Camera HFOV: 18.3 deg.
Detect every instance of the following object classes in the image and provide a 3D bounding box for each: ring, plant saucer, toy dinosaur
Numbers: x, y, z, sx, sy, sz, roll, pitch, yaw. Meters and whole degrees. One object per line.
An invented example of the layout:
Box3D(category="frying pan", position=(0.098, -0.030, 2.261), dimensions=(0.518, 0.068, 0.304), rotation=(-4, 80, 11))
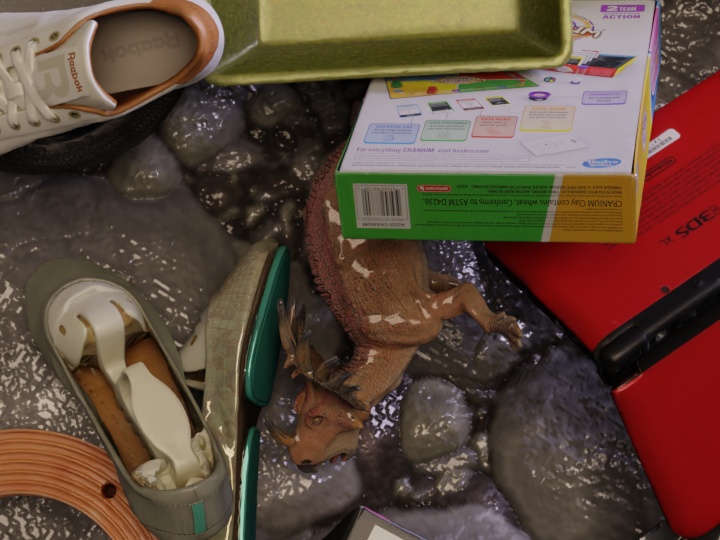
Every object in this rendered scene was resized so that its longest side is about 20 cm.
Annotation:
Box3D(category="ring", position=(-0.181, 0.185, 1.190), dimensions=(0.200, 0.019, 0.201), rotation=(-1, 83, 7))
Box3D(category="plant saucer", position=(0.013, -0.199, 1.212), dimensions=(0.199, 0.048, 0.201), rotation=(-2, 84, 6))
Box3D(category="toy dinosaur", position=(0.000, 0.000, 1.216), dimensions=(0.135, 0.086, 0.201), rotation=(-11, 82, -18))

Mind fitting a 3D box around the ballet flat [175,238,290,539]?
Box3D(category="ballet flat", position=(-0.081, 0.076, 1.216), dimensions=(0.062, 0.067, 0.201), rotation=(5, 77, 9))

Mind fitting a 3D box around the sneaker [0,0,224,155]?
Box3D(category="sneaker", position=(-0.169, -0.102, 1.144), dimensions=(0.200, 0.085, 0.073), rotation=(-19, 97, 0))

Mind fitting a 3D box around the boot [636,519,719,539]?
Box3D(category="boot", position=(0.228, 0.216, 1.215), dimensions=(0.165, 0.066, 0.200), rotation=(-35, 81, -2))

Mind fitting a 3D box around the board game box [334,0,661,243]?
Box3D(category="board game box", position=(0.079, -0.084, 1.190), dimensions=(0.153, 0.200, 0.040), rotation=(2, 123, 12))

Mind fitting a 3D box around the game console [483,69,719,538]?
Box3D(category="game console", position=(0.193, 0.011, 1.208), dimensions=(0.200, 0.119, 0.172), rotation=(-33, 54, -17))

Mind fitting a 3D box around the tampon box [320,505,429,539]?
Box3D(category="tampon box", position=(0.026, 0.215, 1.128), dimensions=(0.150, 0.200, 0.126), rotation=(27, 77, -1))

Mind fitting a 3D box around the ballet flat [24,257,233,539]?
Box3D(category="ballet flat", position=(-0.122, 0.053, 1.180), dimensions=(0.067, 0.064, 0.200), rotation=(-24, 58, -16))

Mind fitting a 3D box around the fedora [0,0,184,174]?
Box3D(category="fedora", position=(-0.178, -0.154, 1.230), dimensions=(0.200, 0.092, 0.201), rotation=(0, 94, -7))
